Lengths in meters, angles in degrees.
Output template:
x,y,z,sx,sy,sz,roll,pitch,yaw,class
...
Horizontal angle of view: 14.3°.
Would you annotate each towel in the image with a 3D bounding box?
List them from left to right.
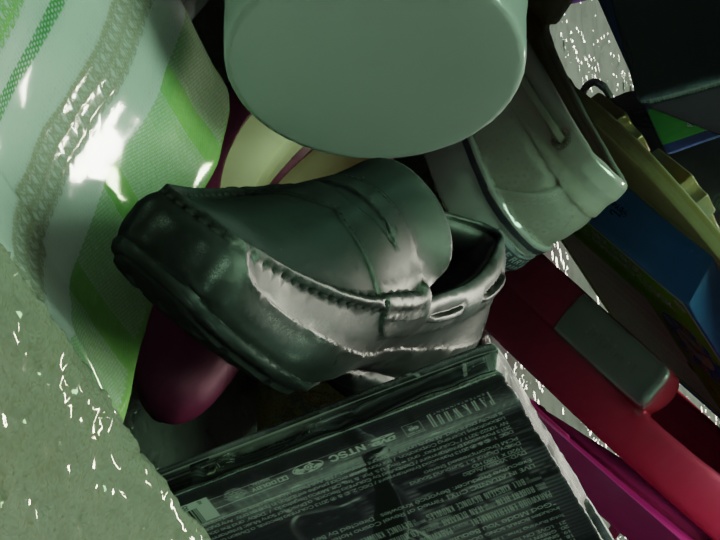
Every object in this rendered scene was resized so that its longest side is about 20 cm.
x,y,z,sx,sy,sz,roll,pitch,yaw,class
-0.101,0.087,0.763,0.133,0.034,0.200,-60,141,-29,towel
-0.089,-0.067,0.788,0.200,0.031,0.150,62,36,-43,towel

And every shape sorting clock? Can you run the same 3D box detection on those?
x,y,z,sx,sy,sz,roll,pitch,yaw,class
0.123,0.005,1.082,0.039,0.200,0.200,-40,141,-4,shape sorting clock

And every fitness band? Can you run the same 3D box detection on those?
x,y,z,sx,sy,sz,roll,pitch,yaw,class
0.105,0.051,1.108,0.037,0.200,0.144,-46,139,2,fitness band

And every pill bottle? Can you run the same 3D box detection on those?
x,y,z,sx,sy,sz,roll,pitch,yaw,class
0.004,-0.139,0.901,0.120,0.119,0.201,58,25,-47,pill bottle

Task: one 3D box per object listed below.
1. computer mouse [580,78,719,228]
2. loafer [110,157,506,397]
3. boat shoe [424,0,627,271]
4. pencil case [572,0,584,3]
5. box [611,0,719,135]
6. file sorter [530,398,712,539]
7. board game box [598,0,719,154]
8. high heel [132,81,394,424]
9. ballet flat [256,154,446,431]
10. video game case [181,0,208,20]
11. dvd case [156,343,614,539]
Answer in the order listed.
x,y,z,sx,sy,sz,roll,pitch,yaw,class
0.132,-0.024,1.156,0.053,0.200,0.139,-36,98,-21,computer mouse
-0.010,-0.003,0.842,0.071,0.068,0.200,-54,158,7,loafer
0.045,-0.100,1.021,0.071,0.070,0.201,32,35,-54,boat shoe
0.068,-0.200,1.133,0.084,0.085,0.200,54,-9,47,pencil case
0.133,-0.153,0.924,0.148,0.107,0.201,10,65,-69,box
0.101,0.155,1.086,0.126,0.139,0.200,-51,150,3,file sorter
0.129,-0.142,1.081,0.136,0.034,0.200,64,30,-14,board game box
-0.012,-0.036,0.925,0.068,0.096,0.201,56,38,-43,high heel
0.000,0.000,1.005,0.200,0.070,0.071,-53,135,-54,ballet flat
-0.108,-0.117,0.814,0.200,0.023,0.183,-56,138,-51,video game case
0.008,0.106,0.906,0.200,0.148,0.016,57,15,-48,dvd case
